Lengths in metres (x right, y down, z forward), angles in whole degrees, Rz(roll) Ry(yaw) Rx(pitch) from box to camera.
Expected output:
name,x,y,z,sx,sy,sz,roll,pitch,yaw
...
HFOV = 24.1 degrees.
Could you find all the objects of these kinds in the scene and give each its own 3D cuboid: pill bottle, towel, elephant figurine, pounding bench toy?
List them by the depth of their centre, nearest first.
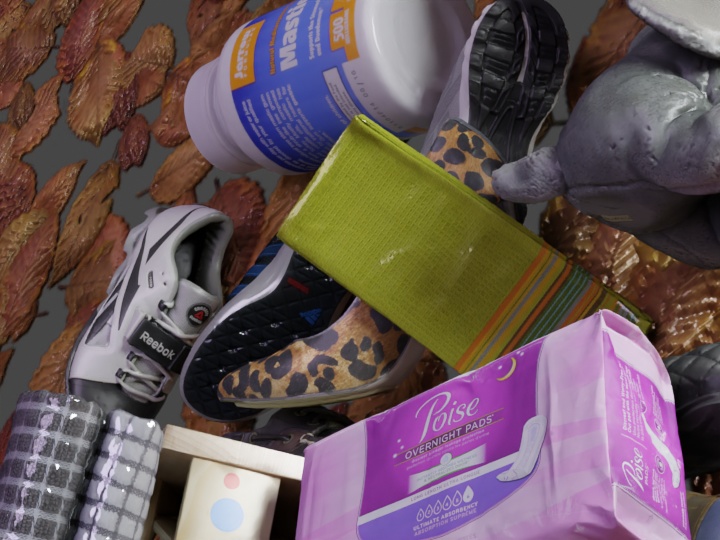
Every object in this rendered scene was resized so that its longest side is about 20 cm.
name,x,y,z,sx,sy,sz,roll,pitch,yaw
elephant figurine,0.186,-0.111,0.856,0.141,0.155,0.201,-20,50,60
towel,-0.170,0.155,0.898,0.200,0.085,0.167,142,143,-73
towel,0.054,0.004,0.913,0.200,0.018,0.086,36,94,11
pounding bench toy,-0.082,0.202,0.948,0.200,0.124,0.157,127,156,-63
pill bottle,-0.026,-0.127,1.126,0.199,0.112,0.113,-15,54,43

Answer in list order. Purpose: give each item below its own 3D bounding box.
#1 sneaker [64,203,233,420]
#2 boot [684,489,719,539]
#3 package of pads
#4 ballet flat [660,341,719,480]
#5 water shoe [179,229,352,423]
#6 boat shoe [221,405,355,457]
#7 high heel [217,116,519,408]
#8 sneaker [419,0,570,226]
name,x,y,z,sx,sy,sz,roll,pitch,yaw
sneaker,-0.143,0.040,1.179,0.088,0.074,0.201,-8,60,49
boot,0.133,0.185,0.752,0.097,0.075,0.201,-21,49,44
package of pads,0.056,0.111,0.796,0.199,0.076,0.121,-28,41,31
ballet flat,0.130,0.080,0.856,0.199,0.067,0.057,-15,23,38
water shoe,-0.043,0.015,1.102,0.200,0.071,0.079,-50,9,14
boat shoe,-0.032,0.110,1.001,0.199,0.073,0.065,-17,58,43
high heel,0.000,0.000,0.968,0.199,0.071,0.143,-14,85,14
sneaker,0.069,-0.066,1.020,0.079,0.074,0.201,-177,109,-83
